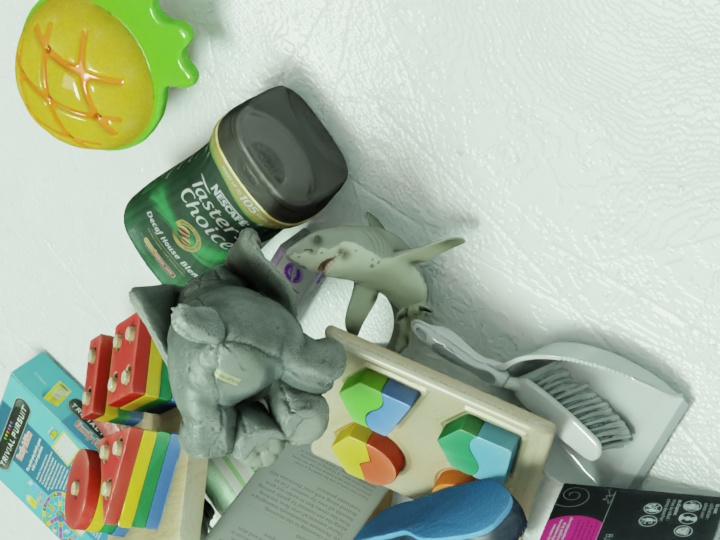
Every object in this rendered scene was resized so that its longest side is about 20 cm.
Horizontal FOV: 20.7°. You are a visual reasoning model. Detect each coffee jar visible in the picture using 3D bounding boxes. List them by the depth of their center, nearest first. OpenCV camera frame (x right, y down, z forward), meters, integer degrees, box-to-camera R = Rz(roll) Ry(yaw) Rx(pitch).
[{"bbox_3d":[-0.098,-0.060,1.537,0.104,0.085,0.200,54,138,0],"label":"coffee jar"}]

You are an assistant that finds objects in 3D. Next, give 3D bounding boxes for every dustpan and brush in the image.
[{"bbox_3d":[0.127,0.088,1.451,0.200,0.057,0.140,39,138,16],"label":"dustpan and brush"}]

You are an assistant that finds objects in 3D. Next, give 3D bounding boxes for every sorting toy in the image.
[{"bbox_3d":[0.048,0.134,1.496,0.184,0.037,0.200,23,149,11],"label":"sorting toy"},{"bbox_3d":[-0.188,0.136,1.641,0.200,0.069,0.200,154,124,-63],"label":"sorting toy"}]

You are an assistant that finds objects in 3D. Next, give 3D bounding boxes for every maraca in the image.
[{"bbox_3d":[-0.199,-0.166,1.542,0.137,0.107,0.200,51,138,-9],"label":"maraca"}]

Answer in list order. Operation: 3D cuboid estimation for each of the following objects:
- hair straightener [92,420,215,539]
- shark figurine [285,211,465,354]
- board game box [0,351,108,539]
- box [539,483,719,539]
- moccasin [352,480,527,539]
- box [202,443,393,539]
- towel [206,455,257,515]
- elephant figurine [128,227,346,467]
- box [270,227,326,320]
[{"bbox_3d":[-0.169,0.184,1.787,0.041,0.077,0.200,-44,83,10],"label":"hair straightener"},{"bbox_3d":[0.015,0.005,1.506,0.215,0.128,0.090,73,174,-56],"label":"shark figurine"},{"bbox_3d":[-0.267,0.196,1.887,0.200,0.047,0.151,43,137,12],"label":"board game box"},{"bbox_3d":[0.185,0.257,1.390,0.131,0.200,0.115,3,121,21],"label":"box"},{"bbox_3d":[0.071,0.205,1.484,0.068,0.080,0.200,55,154,-8],"label":"moccasin"},{"bbox_3d":[-0.069,0.263,1.619,0.106,0.200,0.153,25,140,16],"label":"box"},{"bbox_3d":[-0.097,0.144,1.718,0.200,0.023,0.153,-31,95,48],"label":"towel"},{"bbox_3d":[-0.102,0.041,1.445,0.200,0.141,0.156,-117,36,-51],"label":"elephant figurine"},{"bbox_3d":[-0.083,0.051,1.605,0.039,0.041,0.200,39,125,9],"label":"box"}]
